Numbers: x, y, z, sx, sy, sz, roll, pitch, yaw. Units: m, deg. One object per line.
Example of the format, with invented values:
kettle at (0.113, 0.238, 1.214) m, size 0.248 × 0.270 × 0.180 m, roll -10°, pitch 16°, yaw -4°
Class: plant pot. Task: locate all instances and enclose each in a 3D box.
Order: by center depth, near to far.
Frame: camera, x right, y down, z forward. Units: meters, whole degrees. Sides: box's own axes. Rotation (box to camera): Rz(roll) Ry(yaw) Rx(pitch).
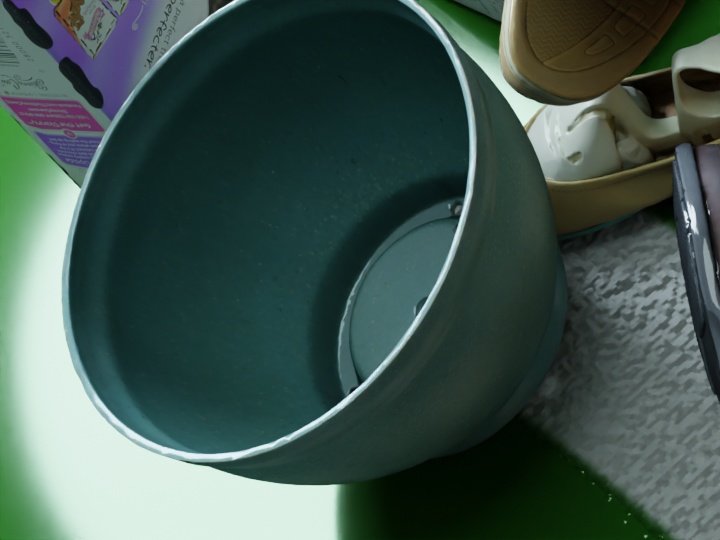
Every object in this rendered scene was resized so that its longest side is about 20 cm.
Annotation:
plant pot at (0.000, 0.000, 1.105) m, size 0.200 × 0.134 × 0.200 m, roll -17°, pitch 60°, yaw 33°

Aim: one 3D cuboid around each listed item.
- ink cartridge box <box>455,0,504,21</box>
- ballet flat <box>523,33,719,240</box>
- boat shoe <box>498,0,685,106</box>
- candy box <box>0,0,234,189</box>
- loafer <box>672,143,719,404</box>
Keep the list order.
ink cartridge box at (0.077, -0.199, 1.287) m, size 0.200 × 0.047 × 0.160 m, roll 31°, pitch 77°, yaw 42°
ballet flat at (0.126, -0.066, 1.137) m, size 0.200 × 0.063 × 0.069 m, roll -17°, pitch 48°, yaw 23°
boat shoe at (0.102, -0.143, 1.158) m, size 0.200 × 0.074 × 0.069 m, roll -66°, pitch 9°, yaw -28°
candy box at (-0.093, -0.129, 1.236) m, size 0.071 × 0.200 × 0.168 m, roll 7°, pitch 60°, yaw 38°
loafer at (0.160, 0.026, 1.044) m, size 0.063 × 0.072 × 0.200 m, roll -9°, pitch 44°, yaw 3°
